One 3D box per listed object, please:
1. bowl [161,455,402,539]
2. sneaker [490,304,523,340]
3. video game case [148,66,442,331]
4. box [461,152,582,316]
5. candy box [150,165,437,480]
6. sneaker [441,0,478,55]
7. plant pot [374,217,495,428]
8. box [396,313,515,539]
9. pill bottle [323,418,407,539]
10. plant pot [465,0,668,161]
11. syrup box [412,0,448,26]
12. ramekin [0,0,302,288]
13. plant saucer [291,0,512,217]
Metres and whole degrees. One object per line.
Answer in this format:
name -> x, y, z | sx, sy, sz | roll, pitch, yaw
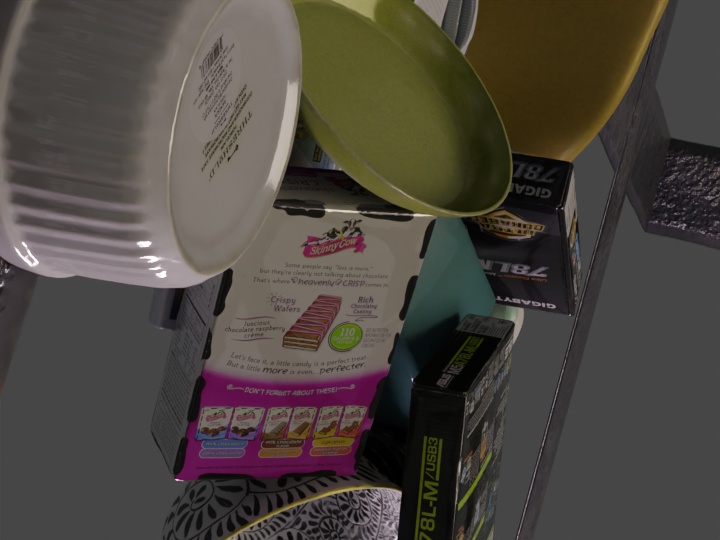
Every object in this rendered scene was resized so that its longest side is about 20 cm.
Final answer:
bowl -> -0.069, 0.174, 1.066 | 0.200, 0.095, 0.201 | -21, 150, -13
sneaker -> 0.058, 0.064, 1.328 | 0.200, 0.074, 0.118 | -33, 147, -5
video game case -> -0.038, -0.049, 0.984 | 0.181, 0.022, 0.202 | 9, 97, -33
box -> 0.086, -0.037, 1.253 | 0.199, 0.198, 0.050 | 73, 31, -59
candy box -> -0.046, 0.035, 0.942 | 0.135, 0.061, 0.201 | 3, 118, -29
sneaker -> 0.052, -0.176, 1.279 | 0.071, 0.073, 0.201 | -62, 170, -81
plant pot -> 0.000, 0.000, 1.138 | 0.142, 0.140, 0.201 | -63, 148, -33
box -> 0.069, 0.149, 1.075 | 0.200, 0.047, 0.195 | -40, 138, -70
pill bottle -> 0.025, 0.166, 1.221 | 0.200, 0.111, 0.113 | -15, 118, -59
plant pot -> 0.167, -0.209, 1.366 | 0.194, 0.194, 0.201 | -42, 152, -77
syrup box -> 0.040, -0.275, 1.123 | 0.081, 0.078, 0.201 | 46, 60, -69
ramekin -> -0.109, -0.085, 0.778 | 0.200, 0.104, 0.202 | 15, 90, -72
plant saucer -> 0.014, -0.110, 0.922 | 0.031, 0.200, 0.200 | -40, -176, 34
